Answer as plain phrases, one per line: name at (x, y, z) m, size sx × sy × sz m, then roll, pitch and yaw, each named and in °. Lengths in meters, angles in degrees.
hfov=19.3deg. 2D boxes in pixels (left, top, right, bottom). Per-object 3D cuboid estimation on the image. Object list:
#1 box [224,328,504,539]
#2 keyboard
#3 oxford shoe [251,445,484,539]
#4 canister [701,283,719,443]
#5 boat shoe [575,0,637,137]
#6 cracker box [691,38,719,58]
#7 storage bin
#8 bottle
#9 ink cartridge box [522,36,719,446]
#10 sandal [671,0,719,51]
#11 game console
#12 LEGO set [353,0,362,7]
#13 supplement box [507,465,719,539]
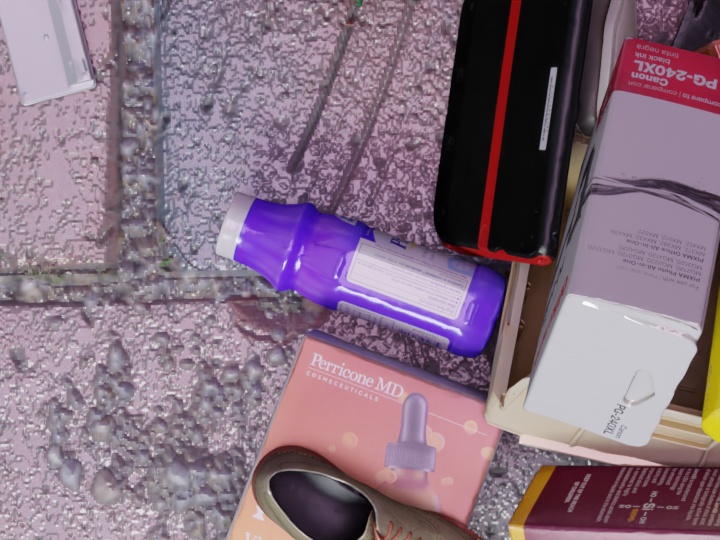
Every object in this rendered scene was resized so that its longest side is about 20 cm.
box at (-0.002, 0.159, 1.458) m, size 0.152 × 0.106 × 0.200 m, roll 20°, pitch 92°, yaw 2°
keyboard at (-0.241, -0.222, 1.515) m, size 0.056 × 0.011 × 0.200 m, roll -14°, pitch 90°, yaw 8°
oxford shoe at (0.018, 0.181, 1.366) m, size 0.200 × 0.075 × 0.070 m, roll 26°, pitch 89°, yaw -1°
canister at (0.293, 0.018, 1.310) m, size 0.148 × 0.087 × 0.200 m, roll 14°, pitch 67°, yaw -6°
boat shoe at (0.157, -0.176, 1.443) m, size 0.060 × 0.072 × 0.202 m, roll -2°, pitch 62°, yaw 18°
cracker box at (0.303, -0.141, 1.404) m, size 0.200 × 0.134 × 0.058 m, roll -19°, pitch 88°, yaw -14°
storage bin at (0.199, 0.026, 1.407) m, size 0.198 × 0.094 × 0.200 m, roll 13°, pitch 59°, yaw 0°
bottle at (0.000, 0.000, 1.468) m, size 0.200 × 0.084 × 0.065 m, roll 20°, pitch 92°, yaw 3°
ink cartridge box at (0.168, -0.017, 1.288) m, size 0.083 × 0.145 × 0.200 m, roll 16°, pitch 57°, yaw 2°
sandal at (0.262, -0.203, 1.472) m, size 0.075 × 0.048 × 0.201 m, roll 11°, pitch 92°, yaw 2°
game console at (0.105, -0.107, 1.420) m, size 0.031 × 0.177 × 0.200 m, roll 7°, pitch 91°, yaw -23°
LEGO set at (0.040, -0.271, 1.433) m, size 0.116 × 0.154 × 0.200 m, roll 12°, pitch 94°, yaw 2°
supplement box at (0.207, 0.192, 1.356) m, size 0.200 × 0.086 × 0.110 m, roll -1°, pitch 113°, yaw 23°
